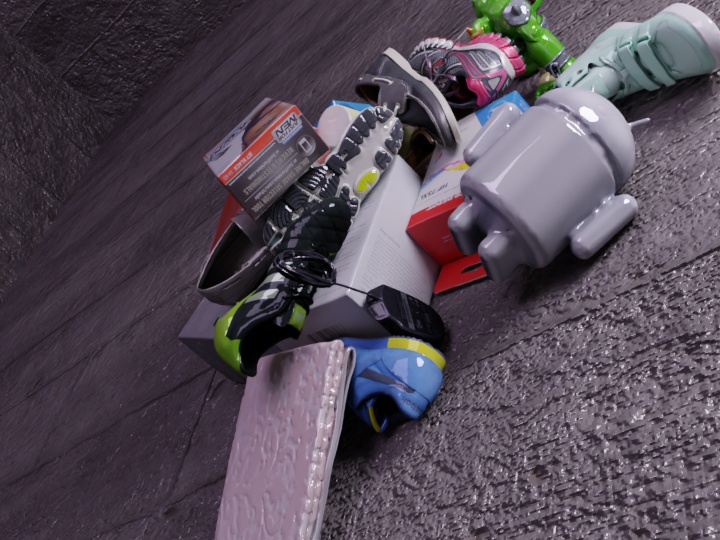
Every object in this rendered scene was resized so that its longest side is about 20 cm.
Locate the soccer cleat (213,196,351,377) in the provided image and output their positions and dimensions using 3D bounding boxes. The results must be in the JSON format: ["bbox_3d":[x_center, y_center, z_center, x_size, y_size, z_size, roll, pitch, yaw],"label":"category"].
[{"bbox_3d":[-0.067,0.018,0.886,0.201,0.067,0.081,-51,43,0],"label":"soccer cleat"}]

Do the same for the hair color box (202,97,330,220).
[{"bbox_3d":[-0.111,-0.130,0.988,0.111,0.064,0.200,-43,20,-3],"label":"hair color box"}]

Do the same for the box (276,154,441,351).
[{"bbox_3d":[0.000,0.000,0.986,0.151,0.106,0.202,-23,35,44],"label":"box"}]

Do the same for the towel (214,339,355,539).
[{"bbox_3d":[-0.079,0.177,0.882,0.190,0.032,0.204,-20,54,54],"label":"towel"}]

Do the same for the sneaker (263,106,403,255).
[{"bbox_3d":[-0.026,-0.089,0.966,0.200,0.077,0.080,-47,6,-8],"label":"sneaker"}]

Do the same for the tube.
[{"bbox_3d":[0.025,-0.156,1.086,0.057,0.199,0.053,-16,77,31],"label":"tube"}]

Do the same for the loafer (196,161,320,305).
[{"bbox_3d":[-0.113,-0.045,1.011,0.202,0.070,0.070,-54,-20,6],"label":"loafer"}]

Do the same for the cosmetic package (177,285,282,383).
[{"bbox_3d":[-0.131,0.081,1.091,0.091,0.107,0.199,-56,24,-19],"label":"cosmetic package"}]

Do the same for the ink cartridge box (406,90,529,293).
[{"bbox_3d":[0.123,-0.083,0.948,0.115,0.067,0.202,-23,36,43],"label":"ink cartridge box"}]

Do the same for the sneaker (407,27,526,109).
[{"bbox_3d":[0.103,-0.229,1.050,0.075,0.081,0.199,-48,23,-18],"label":"sneaker"}]

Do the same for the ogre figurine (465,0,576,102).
[{"bbox_3d":[0.190,-0.278,1.052,0.097,0.120,0.202,-34,27,25],"label":"ogre figurine"}]

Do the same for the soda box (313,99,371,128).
[{"bbox_3d":[-0.040,-0.160,1.237,0.200,0.063,0.069,140,130,-64],"label":"soda box"}]

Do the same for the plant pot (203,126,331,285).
[{"bbox_3d":[-0.102,-0.056,1.154,0.199,0.199,0.198,-11,51,52],"label":"plant pot"}]

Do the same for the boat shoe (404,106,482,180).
[{"bbox_3d":[0.098,-0.154,1.087,0.202,0.067,0.072,-56,26,-16],"label":"boat shoe"}]

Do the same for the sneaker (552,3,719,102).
[{"bbox_3d":[0.260,-0.185,0.854,0.118,0.074,0.200,-43,15,-4],"label":"sneaker"}]

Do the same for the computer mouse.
[{"bbox_3d":[-0.001,0.031,0.842,0.034,0.197,0.059,-49,29,29],"label":"computer mouse"}]

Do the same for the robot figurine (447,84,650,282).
[{"bbox_3d":[0.169,-0.085,0.810,0.200,0.113,0.170,-44,66,-3],"label":"robot figurine"}]

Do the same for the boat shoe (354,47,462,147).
[{"bbox_3d":[0.054,-0.184,1.006,0.067,0.072,0.201,-33,40,-3],"label":"boat shoe"}]

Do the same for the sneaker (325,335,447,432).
[{"bbox_3d":[0.001,0.114,0.873,0.198,0.066,0.079,-10,48,54],"label":"sneaker"}]
